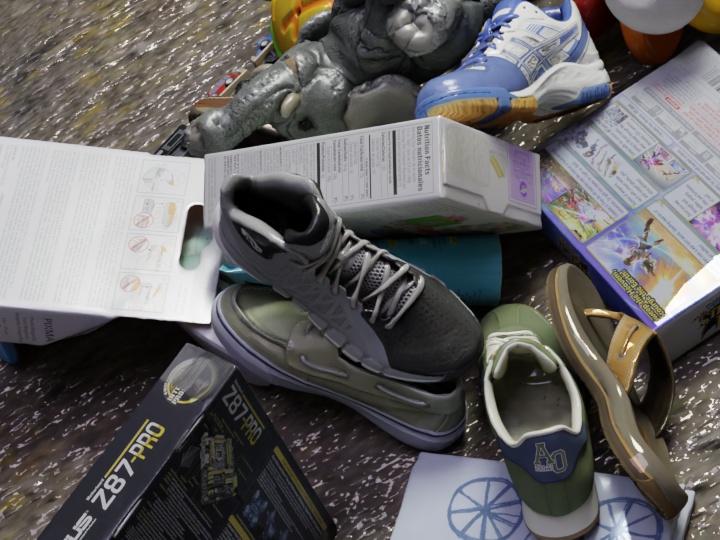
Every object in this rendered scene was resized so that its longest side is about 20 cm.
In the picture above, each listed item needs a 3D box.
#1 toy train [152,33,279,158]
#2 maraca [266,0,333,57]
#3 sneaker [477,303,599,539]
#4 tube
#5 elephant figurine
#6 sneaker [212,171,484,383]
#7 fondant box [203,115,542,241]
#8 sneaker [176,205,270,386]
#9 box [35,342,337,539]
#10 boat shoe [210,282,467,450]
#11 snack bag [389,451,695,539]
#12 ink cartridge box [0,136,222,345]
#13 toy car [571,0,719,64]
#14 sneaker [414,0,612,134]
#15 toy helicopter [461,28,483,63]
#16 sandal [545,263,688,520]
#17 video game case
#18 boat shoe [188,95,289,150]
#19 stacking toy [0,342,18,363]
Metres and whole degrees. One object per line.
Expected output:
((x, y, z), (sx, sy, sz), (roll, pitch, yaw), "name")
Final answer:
((-0.109, -0.146, 1.306), (0.200, 0.034, 0.046), (-48, 39, -17), "toy train")
((-0.021, -0.231, 1.265), (0.137, 0.107, 0.201), (-35, 46, 5), "maraca")
((0.110, 0.070, 0.976), (0.066, 0.090, 0.201), (-14, 39, 4), "sneaker")
((0.000, 0.000, 1.081), (0.198, 0.077, 0.051), (0, 87, -3), "tube")
((-0.010, -0.147, 1.128), (0.201, 0.155, 0.142), (-53, 8, 22), "elephant figurine")
((-0.010, 0.001, 0.951), (0.199, 0.116, 0.075), (29, 77, 5), "sneaker")
((0.009, -0.055, 1.076), (0.198, 0.144, 0.059), (-5, 81, 33), "fondant box")
((-0.097, -0.002, 1.149), (0.118, 0.074, 0.200), (-44, 46, -7), "sneaker")
((-0.101, 0.166, 0.929), (0.049, 0.201, 0.162), (23, 64, 34), "box")
((-0.012, 0.051, 1.042), (0.199, 0.062, 0.072), (24, 50, 14), "boat shoe")
((0.095, 0.205, 0.932), (0.187, 0.021, 0.201), (4, 51, 24), "snack bag")
((-0.201, -0.019, 1.137), (0.198, 0.057, 0.164), (8, 52, -4), "ink cartridge box")
((0.203, -0.253, 1.170), (0.150, 0.201, 0.174), (-31, -5, 40), "toy car")
((0.099, -0.146, 1.086), (0.075, 0.089, 0.199), (-19, -1, 41), "sneaker")
((0.092, -0.214, 1.240), (0.132, 0.079, 0.201), (-34, 31, 25), "toy helicopter")
((0.173, 0.068, 0.963), (0.054, 0.080, 0.201), (-35, 39, 15), "sandal")
((0.228, -0.053, 1.074), (0.180, 0.046, 0.200), (-32, 47, -5), "video game case")
((-0.040, -0.110, 1.225), (0.198, 0.076, 0.074), (14, 53, 22), "boat shoe")
((-0.230, -0.026, 1.225), (0.199, 0.110, 0.116), (-24, 43, -12), "stacking toy")
